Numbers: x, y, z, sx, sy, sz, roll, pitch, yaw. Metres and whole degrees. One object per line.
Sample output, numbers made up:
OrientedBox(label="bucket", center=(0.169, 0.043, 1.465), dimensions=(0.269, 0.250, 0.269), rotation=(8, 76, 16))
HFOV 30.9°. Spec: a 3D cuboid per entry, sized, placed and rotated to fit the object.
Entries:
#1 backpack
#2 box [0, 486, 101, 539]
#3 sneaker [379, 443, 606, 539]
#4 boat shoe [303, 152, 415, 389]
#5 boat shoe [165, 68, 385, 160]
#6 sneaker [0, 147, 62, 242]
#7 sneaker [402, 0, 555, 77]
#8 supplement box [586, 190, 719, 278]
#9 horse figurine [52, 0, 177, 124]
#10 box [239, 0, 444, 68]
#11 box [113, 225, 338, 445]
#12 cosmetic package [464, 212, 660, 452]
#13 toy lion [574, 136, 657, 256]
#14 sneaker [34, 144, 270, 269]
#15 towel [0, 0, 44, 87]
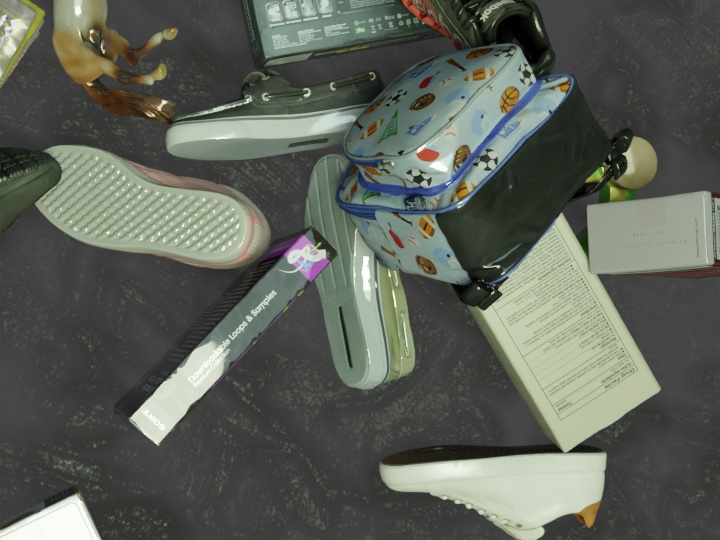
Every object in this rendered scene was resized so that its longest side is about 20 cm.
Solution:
OrientedBox(label="backpack", center=(0.071, -0.077, 1.004), dimensions=(0.200, 0.190, 0.154), rotation=(-42, 108, -27))
OrientedBox(label="box", center=(-0.287, 0.264, 1.009), dimensions=(0.200, 0.060, 0.117), rotation=(-26, 93, -14))
OrientedBox(label="sneaker", center=(0.114, 0.193, 1.110), dimensions=(0.200, 0.073, 0.085), rotation=(2, 93, -10))
OrientedBox(label="boat shoe", center=(0.000, 0.000, 1.106), dimensions=(0.062, 0.072, 0.200), rotation=(-5, 87, -43))
OrientedBox(label="boat shoe", center=(-0.068, -0.137, 1.091), dimensions=(0.200, 0.070, 0.066), rotation=(-9, 81, -15))
OrientedBox(label="sneaker", center=(-0.318, -0.026, 1.015), dimensions=(0.200, 0.076, 0.091), rotation=(-31, 124, -12))
OrientedBox(label="sneaker", center=(0.092, -0.216, 1.061), dimensions=(0.071, 0.098, 0.200), rotation=(-36, 84, -11))
OrientedBox(label="supplement box", center=(0.289, -0.027, 1.105), dimensions=(0.200, 0.109, 0.061), rotation=(3, 83, -50))
OrientedBox(label="horse figurine", center=(-0.209, -0.209, 1.047), dimensions=(0.050, 0.132, 0.200), rotation=(-26, 109, -54))
OrientedBox(label="box", center=(-0.009, -0.269, 1.122), dimensions=(0.200, 0.051, 0.158), rotation=(-13, 91, -15))
OrientedBox(label="box", center=(-0.110, 0.051, 1.027), dimensions=(0.200, 0.143, 0.036), rotation=(-46, 99, -12))
OrientedBox(label="cosmetic package", center=(0.158, 0.041, 1.108), dimensions=(0.105, 0.071, 0.200), rotation=(-31, 106, -3))
OrientedBox(label="toy lion", center=(0.132, -0.072, 1.145), dimensions=(0.200, 0.069, 0.192), rotation=(31, 86, -11))
OrientedBox(label="sneaker", center=(-0.165, -0.046, 1.064), dimensions=(0.200, 0.105, 0.075), rotation=(16, 91, 17))
OrientedBox(label="towel", center=(-0.348, -0.157, 1.011), dimensions=(0.144, 0.023, 0.200), rotation=(38, 78, -38))
